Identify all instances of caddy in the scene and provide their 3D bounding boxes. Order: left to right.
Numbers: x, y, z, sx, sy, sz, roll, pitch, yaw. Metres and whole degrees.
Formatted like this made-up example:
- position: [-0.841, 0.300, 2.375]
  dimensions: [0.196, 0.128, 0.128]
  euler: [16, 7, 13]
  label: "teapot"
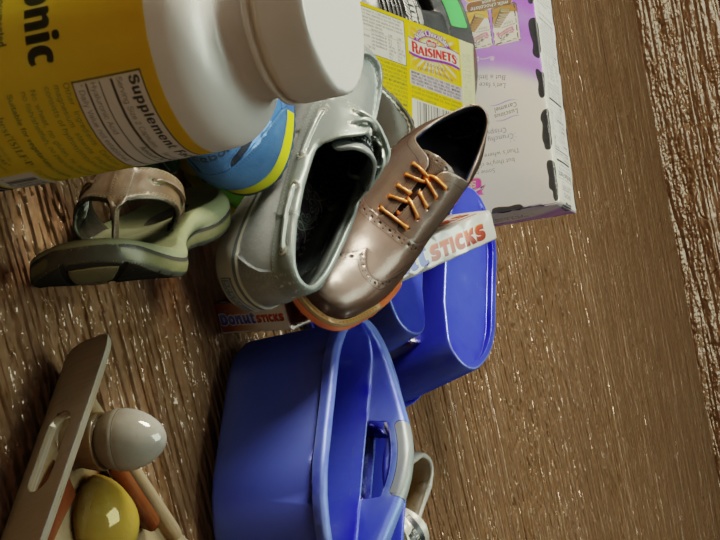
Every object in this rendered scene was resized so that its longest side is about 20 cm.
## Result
- position: [-0.016, 0.126, 1.026]
  dimensions: [0.142, 0.104, 0.201]
  euler: [58, 30, -48]
  label: "caddy"
- position: [0.023, 0.006, 1.228]
  dimensions: [0.141, 0.105, 0.201]
  euler: [32, 49, -35]
  label: "caddy"

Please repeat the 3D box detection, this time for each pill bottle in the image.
- position: [-0.104, -0.104, 0.751]
  dimensions: [0.111, 0.199, 0.112]
  euler: [-8, 90, -71]
  label: "pill bottle"

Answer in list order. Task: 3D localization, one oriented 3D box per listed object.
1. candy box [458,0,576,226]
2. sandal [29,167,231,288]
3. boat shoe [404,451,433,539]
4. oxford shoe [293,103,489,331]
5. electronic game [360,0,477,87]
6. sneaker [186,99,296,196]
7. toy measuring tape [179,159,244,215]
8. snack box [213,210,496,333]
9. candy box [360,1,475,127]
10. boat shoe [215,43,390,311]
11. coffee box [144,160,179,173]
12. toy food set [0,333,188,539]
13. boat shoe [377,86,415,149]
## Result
- position: [0.081, -0.135, 1.345]
  dimensions: [0.071, 0.167, 0.202]
  euler: [13, 70, -69]
  label: "candy box"
- position: [-0.123, -0.029, 0.860]
  dimensions: [0.201, 0.079, 0.058]
  euler: [-59, 143, -75]
  label: "sandal"
- position: [0.013, 0.193, 1.164]
  dimensions: [0.200, 0.069, 0.071]
  euler: [-60, 138, -61]
  label: "boat shoe"
- position: [0.020, -0.041, 1.013]
  dimensions: [0.071, 0.073, 0.200]
  euler: [37, 48, -2]
  label: "oxford shoe"
- position: [0.021, -0.190, 1.232]
  dimensions: [0.199, 0.041, 0.201]
  euler: [25, 54, -40]
  label: "electronic game"
- position: [-0.075, -0.146, 0.926]
  dimensions: [0.078, 0.065, 0.202]
  euler: [39, 48, -63]
  label: "sneaker"
- position: [-0.058, -0.049, 1.047]
  dimensions: [0.200, 0.073, 0.074]
  euler: [24, 59, -64]
  label: "toy measuring tape"
- position: [0.000, 0.000, 1.073]
  dimensions: [0.199, 0.072, 0.024]
  euler: [-23, 102, -41]
  label: "snack box"
- position: [0.008, -0.138, 1.155]
  dimensions: [0.199, 0.026, 0.103]
  euler: [14, 65, -40]
  label: "candy box"
- position: [-0.017, -0.061, 0.968]
  dimensions: [0.070, 0.071, 0.202]
  euler: [49, 50, -37]
  label: "boat shoe"
- position: [-0.134, -0.166, 0.928]
  dimensions: [0.123, 0.044, 0.201]
  euler: [57, 31, -54]
  label: "coffee box"
- position: [-0.113, 0.151, 0.833]
  dimensions: [0.144, 0.060, 0.201]
  euler: [-79, 153, -44]
  label: "toy food set"
- position: [-0.033, -0.119, 1.050]
  dimensions: [0.200, 0.060, 0.072]
  euler: [23, 64, -37]
  label: "boat shoe"
